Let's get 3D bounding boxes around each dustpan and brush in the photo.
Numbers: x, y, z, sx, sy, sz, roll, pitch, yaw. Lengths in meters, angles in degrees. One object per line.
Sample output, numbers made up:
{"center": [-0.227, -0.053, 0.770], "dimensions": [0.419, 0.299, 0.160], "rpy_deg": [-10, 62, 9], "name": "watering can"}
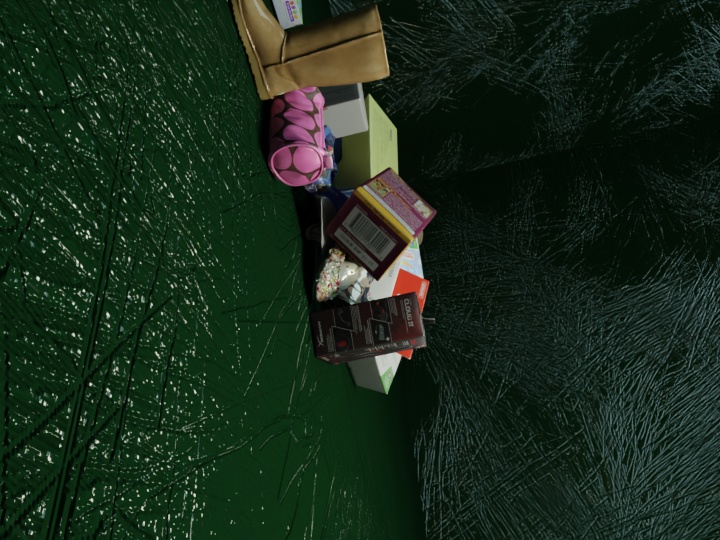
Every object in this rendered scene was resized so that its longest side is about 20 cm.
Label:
{"center": [-0.072, -0.075, 1.057], "dimensions": [0.200, 0.056, 0.143], "rpy_deg": [-44, 136, -74], "name": "dustpan and brush"}

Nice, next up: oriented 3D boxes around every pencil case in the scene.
{"center": [0.000, 0.000, 1.114], "dimensions": [0.203, 0.076, 0.090], "rpy_deg": [-65, 146, -32], "name": "pencil case"}
{"center": [-0.093, -0.218, 0.872], "dimensions": [0.092, 0.091, 0.203], "rpy_deg": [74, 7, -50], "name": "pencil case"}

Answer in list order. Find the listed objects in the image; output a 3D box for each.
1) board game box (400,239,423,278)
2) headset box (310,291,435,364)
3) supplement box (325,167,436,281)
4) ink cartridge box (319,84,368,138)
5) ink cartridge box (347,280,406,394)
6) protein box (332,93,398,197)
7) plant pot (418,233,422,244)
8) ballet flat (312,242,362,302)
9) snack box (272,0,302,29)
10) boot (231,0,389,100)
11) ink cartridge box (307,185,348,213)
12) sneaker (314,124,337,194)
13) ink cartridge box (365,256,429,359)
{"center": [0.083, -0.042, 1.391], "dimensions": [0.149, 0.036, 0.205], "rpy_deg": [8, 67, -38], "name": "board game box"}
{"center": [0.028, 0.099, 0.959], "dimensions": [0.149, 0.195, 0.077], "rpy_deg": [61, 18, -74], "name": "headset box"}
{"center": [0.042, -0.090, 1.023], "dimensions": [0.131, 0.104, 0.200], "rpy_deg": [42, 28, 3], "name": "supplement box"}
{"center": [-0.070, -0.361, 1.126], "dimensions": [0.084, 0.142, 0.204], "rpy_deg": [67, 13, -57], "name": "ink cartridge box"}
{"center": [0.045, 0.139, 1.251], "dimensions": [0.202, 0.086, 0.147], "rpy_deg": [-62, 150, -34], "name": "ink cartridge box"}
{"center": [-0.005, -0.251, 1.283], "dimensions": [0.199, 0.132, 0.204], "rpy_deg": [20, 67, -68], "name": "protein box"}
{"center": [0.071, -0.088, 1.532], "dimensions": [0.201, 0.172, 0.203], "rpy_deg": [49, -29, 40], "name": "plant pot"}
{"center": [-0.028, -0.011, 0.988], "dimensions": [0.201, 0.062, 0.077], "rpy_deg": [-66, 161, -57], "name": "ballet flat"}
{"center": [-0.162, -0.604, 1.108], "dimensions": [0.202, 0.052, 0.145], "rpy_deg": [73, 9, -50], "name": "snack box"}
{"center": [-0.069, -0.345, 0.812], "dimensions": [0.067, 0.195, 0.178], "rpy_deg": [-94, 171, -53], "name": "boot"}
{"center": [-0.043, -0.105, 1.180], "dimensions": [0.094, 0.044, 0.201], "rpy_deg": [40, -10, 22], "name": "ink cartridge box"}
{"center": [-0.076, -0.194, 1.019], "dimensions": [0.079, 0.074, 0.201], "rpy_deg": [50, 26, -21], "name": "sneaker"}
{"center": [0.055, 0.058, 1.177], "dimensions": [0.044, 0.170, 0.203], "rpy_deg": [122, -11, -56], "name": "ink cartridge box"}
